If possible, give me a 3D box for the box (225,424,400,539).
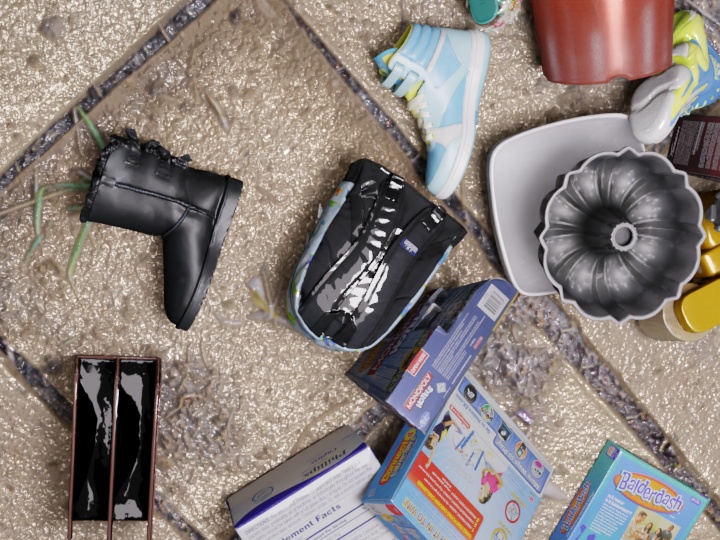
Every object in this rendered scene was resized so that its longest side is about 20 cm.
[{"bbox_3d":[-0.033,0.322,1.370,0.183,0.105,0.201,-31,105,-7],"label":"box"}]

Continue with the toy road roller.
[{"bbox_3d":[0.424,-0.012,1.405,0.199,0.123,0.147,-27,92,-11],"label":"toy road roller"}]

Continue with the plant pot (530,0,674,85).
[{"bbox_3d":[0.273,-0.322,1.291,0.199,0.201,0.196,-12,110,-9],"label":"plant pot"}]

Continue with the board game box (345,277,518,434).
[{"bbox_3d":[0.066,0.093,1.325,0.062,0.200,0.200,41,70,-13],"label":"board game box"}]

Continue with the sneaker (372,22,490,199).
[{"bbox_3d":[0.069,-0.190,1.320,0.130,0.080,0.201,11,88,-15],"label":"sneaker"}]

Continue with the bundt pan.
[{"bbox_3d":[0.289,-0.044,1.314,0.201,0.076,0.203,-2,100,-12],"label":"bundt pan"}]

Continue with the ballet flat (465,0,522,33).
[{"bbox_3d":[0.144,-0.373,1.312,0.064,0.075,0.201,-11,95,-47],"label":"ballet flat"}]

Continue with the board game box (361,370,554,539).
[{"bbox_3d":[0.122,0.254,1.355,0.200,0.056,0.196,49,56,-23],"label":"board game box"}]

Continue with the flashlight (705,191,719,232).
[{"bbox_3d":[0.508,-0.054,1.329,0.199,0.068,0.068,10,122,-22],"label":"flashlight"}]

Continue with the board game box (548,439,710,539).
[{"bbox_3d":[0.338,0.343,1.482,0.152,0.045,0.201,30,93,-14],"label":"board game box"}]

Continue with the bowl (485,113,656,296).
[{"bbox_3d":[0.246,-0.083,1.376,0.198,0.075,0.201,-13,103,-9],"label":"bowl"}]

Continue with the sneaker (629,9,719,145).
[{"bbox_3d":[0.389,-0.212,1.356,0.105,0.076,0.201,38,62,-26],"label":"sneaker"}]

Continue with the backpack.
[{"bbox_3d":[0.000,0.000,1.315,0.163,0.154,0.201,32,70,-17],"label":"backpack"}]

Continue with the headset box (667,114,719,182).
[{"bbox_3d":[0.478,-0.133,1.350,0.148,0.200,0.076,11,97,-12],"label":"headset box"}]

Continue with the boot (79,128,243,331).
[{"bbox_3d":[-0.235,-0.048,1.283,0.162,0.073,0.199,19,88,-16],"label":"boot"}]

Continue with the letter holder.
[{"bbox_3d":[-0.277,0.209,1.281,0.100,0.142,0.201,3,99,-12],"label":"letter holder"}]
